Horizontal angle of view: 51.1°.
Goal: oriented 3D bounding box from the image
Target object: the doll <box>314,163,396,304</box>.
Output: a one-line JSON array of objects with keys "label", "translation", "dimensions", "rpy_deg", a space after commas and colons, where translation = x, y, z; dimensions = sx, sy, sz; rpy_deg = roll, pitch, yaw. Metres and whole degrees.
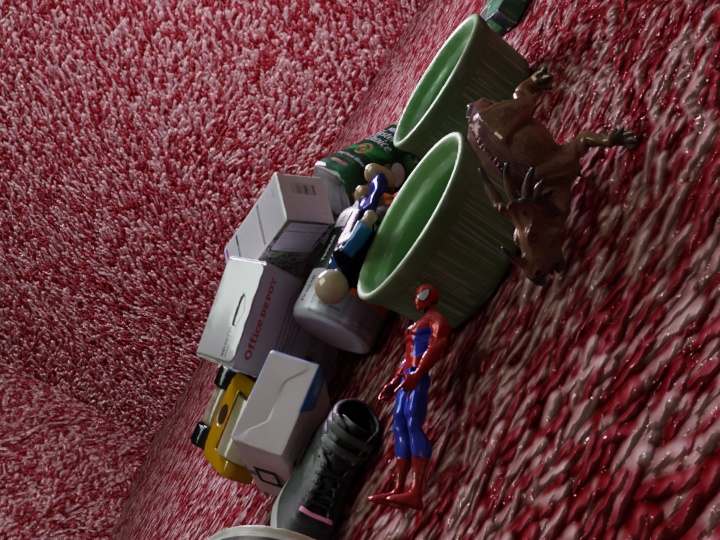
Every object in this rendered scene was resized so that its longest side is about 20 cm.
[{"label": "doll", "translation": [-0.008, -0.035, 0.910], "dimensions": [0.137, 0.048, 0.201], "rpy_deg": [116, 176, -48]}]

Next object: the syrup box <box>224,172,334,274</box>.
[{"label": "syrup box", "translation": [-0.123, -0.048, 1.093], "dimensions": [0.200, 0.078, 0.082], "rpy_deg": [-46, 52, 46]}]

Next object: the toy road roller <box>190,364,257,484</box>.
[{"label": "toy road roller", "translation": [-0.138, 0.220, 1.059], "dimensions": [0.199, 0.145, 0.124], "rpy_deg": [12, 79, 64]}]

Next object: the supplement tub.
[{"label": "supplement tub", "translation": [0.000, 0.000, 1.029], "dimensions": [0.202, 0.122, 0.122], "rpy_deg": [-65, 13, -18]}]

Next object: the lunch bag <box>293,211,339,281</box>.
[{"label": "lunch bag", "translation": [-0.043, -0.023, 1.227], "dimensions": [0.200, 0.139, 0.168], "rpy_deg": [-43, 7, 46]}]

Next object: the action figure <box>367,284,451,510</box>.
[{"label": "action figure", "translation": [0.046, 0.107, 0.677], "dimensions": [0.065, 0.051, 0.202], "rpy_deg": [135, 152, -65]}]

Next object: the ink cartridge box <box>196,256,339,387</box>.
[{"label": "ink cartridge box", "translation": [-0.117, 0.082, 1.066], "dimensions": [0.083, 0.199, 0.146], "rpy_deg": [9, 77, 39]}]

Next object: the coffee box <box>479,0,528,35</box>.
[{"label": "coffee box", "translation": [0.264, -0.489, 1.271], "dimensions": [0.202, 0.044, 0.123], "rpy_deg": [-62, 12, -7]}]

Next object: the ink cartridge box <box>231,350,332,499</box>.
[{"label": "ink cartridge box", "translation": [-0.083, 0.202, 0.914], "dimensions": [0.201, 0.066, 0.117], "rpy_deg": [80, -153, -54]}]

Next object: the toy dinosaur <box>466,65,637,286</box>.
[{"label": "toy dinosaur", "translation": [0.134, -0.099, 0.645], "dimensions": [0.134, 0.201, 0.086], "rpy_deg": [-24, -32, -23]}]

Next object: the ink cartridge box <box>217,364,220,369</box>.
[{"label": "ink cartridge box", "translation": [-0.141, 0.111, 1.315], "dimensions": [0.144, 0.084, 0.200], "rpy_deg": [-39, 10, 31]}]

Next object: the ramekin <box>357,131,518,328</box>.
[{"label": "ramekin", "translation": [0.088, -0.034, 0.797], "dimensions": [0.201, 0.097, 0.200], "rpy_deg": [-56, 12, 19]}]

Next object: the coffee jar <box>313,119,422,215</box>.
[{"label": "coffee jar", "translation": [0.033, -0.161, 1.147], "dimensions": [0.199, 0.086, 0.104], "rpy_deg": [-31, 36, -24]}]

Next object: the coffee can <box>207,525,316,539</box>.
[{"label": "coffee can", "translation": [-0.084, 0.319, 0.560], "dimensions": [0.147, 0.145, 0.201], "rpy_deg": [-50, 15, 40]}]

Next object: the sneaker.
[{"label": "sneaker", "translation": [-0.034, 0.213, 0.784], "dimensions": [0.100, 0.070, 0.201], "rpy_deg": [-57, 7, 36]}]

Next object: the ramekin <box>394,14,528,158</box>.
[{"label": "ramekin", "translation": [0.138, -0.230, 1.018], "dimensions": [0.201, 0.097, 0.200], "rpy_deg": [-56, 13, 19]}]
